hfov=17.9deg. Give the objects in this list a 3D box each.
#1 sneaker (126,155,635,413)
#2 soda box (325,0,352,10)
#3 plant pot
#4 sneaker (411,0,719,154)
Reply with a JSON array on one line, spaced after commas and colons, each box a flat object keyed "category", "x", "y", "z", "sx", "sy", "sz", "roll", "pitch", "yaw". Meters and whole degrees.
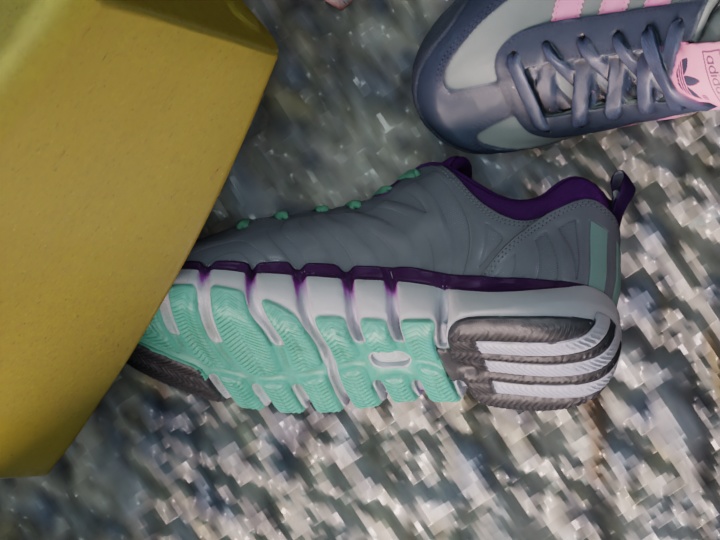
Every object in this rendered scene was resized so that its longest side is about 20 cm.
[{"category": "sneaker", "x": 0.000, "y": 0.000, "z": 0.823, "sx": 0.199, "sy": 0.075, "sz": 0.088, "roll": 4, "pitch": 54, "yaw": 16}, {"category": "soda box", "x": -0.071, "y": -0.176, "z": 0.818, "sx": 0.200, "sy": 0.068, "sz": 0.064, "roll": 34, "pitch": 93, "yaw": 5}, {"category": "plant pot", "x": -0.149, "y": -0.065, "z": 0.730, "sx": 0.176, "sy": 0.200, "sz": 0.200, "roll": -45, "pitch": 72, "yaw": 15}, {"category": "sneaker", "x": 0.101, "y": -0.080, "z": 0.769, "sx": 0.200, "sy": 0.082, "sz": 0.070, "roll": -23, "pitch": 119, "yaw": 24}]
